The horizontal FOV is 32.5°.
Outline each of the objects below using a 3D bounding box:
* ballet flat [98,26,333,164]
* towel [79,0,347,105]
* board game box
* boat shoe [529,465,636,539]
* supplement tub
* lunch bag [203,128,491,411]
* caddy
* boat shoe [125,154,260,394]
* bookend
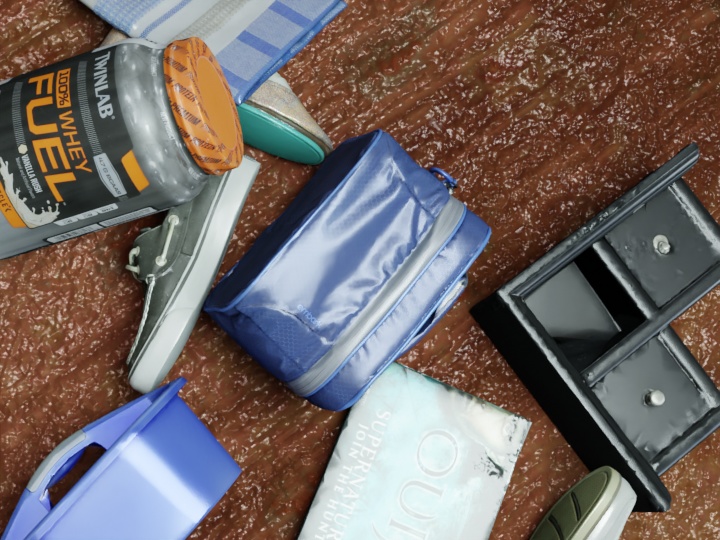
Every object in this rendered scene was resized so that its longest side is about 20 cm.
[{"bbox_3d":[-0.108,-0.146,0.957,0.200,0.068,0.067,20,70,-5],"label":"ballet flat"},{"bbox_3d":[-0.126,-0.224,0.957,0.200,0.024,0.147,36,62,13],"label":"towel"},{"bbox_3d":[0.032,0.180,0.928,0.135,0.028,0.200,23,77,-2],"label":"board game box"},{"bbox_3d":[0.147,0.238,0.900,0.068,0.075,0.200,31,98,-4],"label":"boat shoe"},{"bbox_3d":[-0.192,-0.090,0.876,0.199,0.123,0.123,-17,81,11],"label":"supplement tub"},{"bbox_3d":[0.000,0.000,0.901,0.132,0.136,0.200,43,81,-12],"label":"lunch bag"},{"bbox_3d":[-0.175,0.162,0.848,0.105,0.141,0.200,43,76,-3],"label":"caddy"},{"bbox_3d":[-0.140,-0.005,0.925,0.064,0.071,0.200,22,69,-3],"label":"boat shoe"},{"bbox_3d":[0.226,0.046,0.947,0.199,0.092,0.200,-35,86,-13],"label":"bookend"}]
